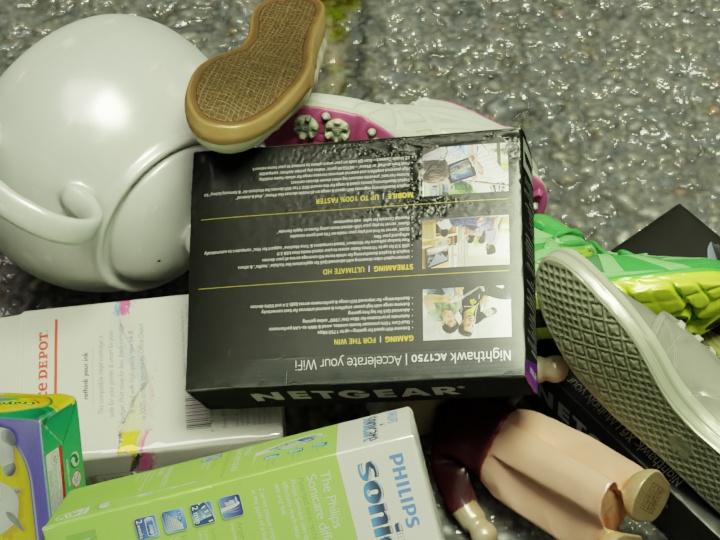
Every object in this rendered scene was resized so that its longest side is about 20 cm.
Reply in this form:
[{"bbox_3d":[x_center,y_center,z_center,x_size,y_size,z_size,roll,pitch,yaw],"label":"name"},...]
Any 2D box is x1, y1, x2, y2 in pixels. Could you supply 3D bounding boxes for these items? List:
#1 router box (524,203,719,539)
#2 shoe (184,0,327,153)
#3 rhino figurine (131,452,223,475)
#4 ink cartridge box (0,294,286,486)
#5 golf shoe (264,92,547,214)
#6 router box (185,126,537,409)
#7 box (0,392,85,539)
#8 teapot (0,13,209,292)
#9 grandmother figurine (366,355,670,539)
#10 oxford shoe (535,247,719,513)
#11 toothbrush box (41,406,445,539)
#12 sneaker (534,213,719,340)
[{"bbox_3d":[0.207,0.069,1.061,0.157,0.052,0.200,-32,56,-19],"label":"router box"},{"bbox_3d":[-0.058,-0.113,1.067,0.070,0.053,0.200,7,30,11],"label":"shoe"},{"bbox_3d":[-0.062,0.148,1.001,0.199,0.060,0.088,-3,74,-1],"label":"rhino figurine"},{"bbox_3d":[-0.148,0.083,1.069,0.199,0.068,0.117,-5,51,-2],"label":"ink cartridge box"},{"bbox_3d":[0.029,-0.082,1.169,0.200,0.075,0.092,18,38,-14],"label":"golf shoe"},{"bbox_3d":[0.000,0.000,1.004,0.199,0.051,0.150,-3,72,12],"label":"router box"},{"bbox_3d":[-0.256,0.127,0.994,0.200,0.118,0.048,1,14,21],"label":"box"},{"bbox_3d":[-0.147,-0.057,1.103,0.200,0.198,0.146,-38,59,-19],"label":"teapot"},{"bbox_3d":[0.085,0.102,1.026,0.200,0.061,0.121,26,80,35],"label":"grandmother figurine"},{"bbox_3d":[0.177,0.061,0.971,0.200,0.075,0.058,46,63,7],"label":"oxford shoe"},{"bbox_3d":[-0.051,0.171,0.920,0.200,0.086,0.146,-15,96,3],"label":"toothbrush box"},{"bbox_3d":[0.130,0.001,1.041,0.199,0.074,0.084,1,57,7],"label":"sneaker"}]
